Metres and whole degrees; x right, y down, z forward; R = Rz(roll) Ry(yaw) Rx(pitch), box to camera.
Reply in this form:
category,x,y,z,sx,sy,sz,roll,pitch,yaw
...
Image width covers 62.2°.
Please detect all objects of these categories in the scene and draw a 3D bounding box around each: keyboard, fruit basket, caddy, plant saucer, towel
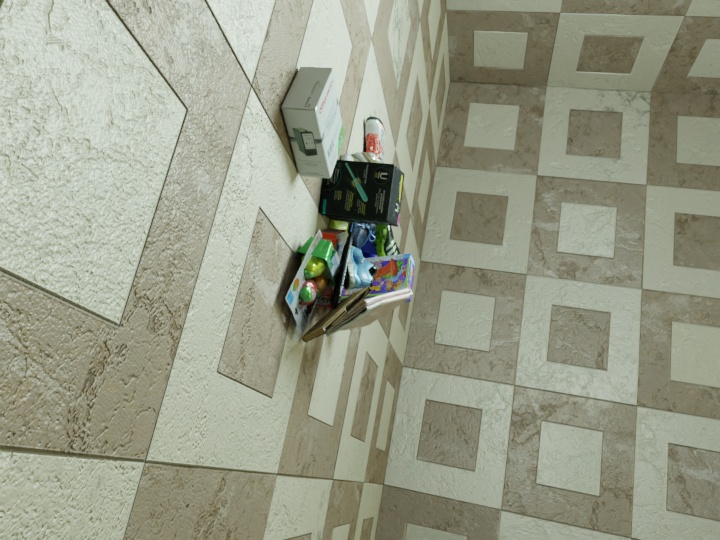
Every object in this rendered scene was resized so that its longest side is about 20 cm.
category,x,y,z,sx,sy,sz,roll,pitch,yaw
keyboard,-0.049,0.009,1.554,0.128,0.020,0.203,118,-14,-55
fruit basket,-0.118,0.031,1.471,0.186,0.092,0.203,76,27,-57
caddy,0.017,-0.105,1.942,0.142,0.103,0.202,121,-13,-44
plant saucer,-0.039,-0.142,1.816,0.201,0.047,0.202,76,25,-57
towel,0.019,0.114,1.594,0.189,0.199,0.033,-12,72,-46

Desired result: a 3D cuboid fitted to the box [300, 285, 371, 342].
category,x,y,z,sx,sy,sz,roll,pitch,yaw
box,-0.064,0.113,1.517,0.163,0.021,0.200,-42,-177,-24

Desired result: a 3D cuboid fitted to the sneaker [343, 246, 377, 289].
category,x,y,z,sx,sy,sz,roll,pitch,yaw
sneaker,0.000,0.000,1.642,0.201,0.088,0.080,-94,-167,-62

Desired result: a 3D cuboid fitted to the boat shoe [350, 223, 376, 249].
category,x,y,z,sx,sy,sz,roll,pitch,yaw
boat shoe,0.015,-0.140,1.793,0.085,0.067,0.203,77,24,-56

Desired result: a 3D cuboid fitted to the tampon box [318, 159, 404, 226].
category,x,y,z,sx,sy,sz,roll,pitch,yaw
tampon box,0.006,-0.209,1.621,0.126,0.196,0.153,10,88,-72

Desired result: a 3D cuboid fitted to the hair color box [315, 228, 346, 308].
category,x,y,z,sx,sy,sz,roll,pitch,yaw
hair color box,-0.085,-0.009,1.652,0.111,0.063,0.204,-37,133,-73

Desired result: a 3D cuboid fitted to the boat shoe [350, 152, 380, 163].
category,x,y,z,sx,sy,sz,roll,pitch,yaw
boat shoe,0.034,-0.292,1.751,0.201,0.068,0.075,53,-20,38

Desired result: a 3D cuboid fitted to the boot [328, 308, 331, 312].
category,x,y,z,sx,sy,sz,roll,pitch,yaw
boot,-0.056,0.036,1.813,0.200,0.075,0.158,-33,125,-64

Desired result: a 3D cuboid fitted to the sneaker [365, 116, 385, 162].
category,x,y,z,sx,sy,sz,roll,pitch,yaw
sneaker,0.044,-0.404,1.993,0.203,0.066,0.109,83,16,-53

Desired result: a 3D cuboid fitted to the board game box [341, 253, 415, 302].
category,x,y,z,sx,sy,sz,roll,pitch,yaw
board game box,0.051,0.028,1.705,0.045,0.197,0.136,57,34,-48

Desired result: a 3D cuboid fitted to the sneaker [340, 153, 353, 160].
category,x,y,z,sx,sy,sz,roll,pitch,yaw
sneaker,-0.008,-0.245,1.730,0.070,0.079,0.204,-6,82,-54

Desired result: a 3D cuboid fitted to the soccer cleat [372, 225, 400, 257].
category,x,y,z,sx,sy,sz,roll,pitch,yaw
soccer cleat,0.087,-0.068,1.844,0.080,0.067,0.204,-3,88,-38

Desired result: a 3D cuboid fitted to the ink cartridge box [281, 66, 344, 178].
category,x,y,z,sx,sy,sz,roll,pitch,yaw
ink cartridge box,-0.102,-0.335,1.355,0.201,0.083,0.148,79,22,-52
